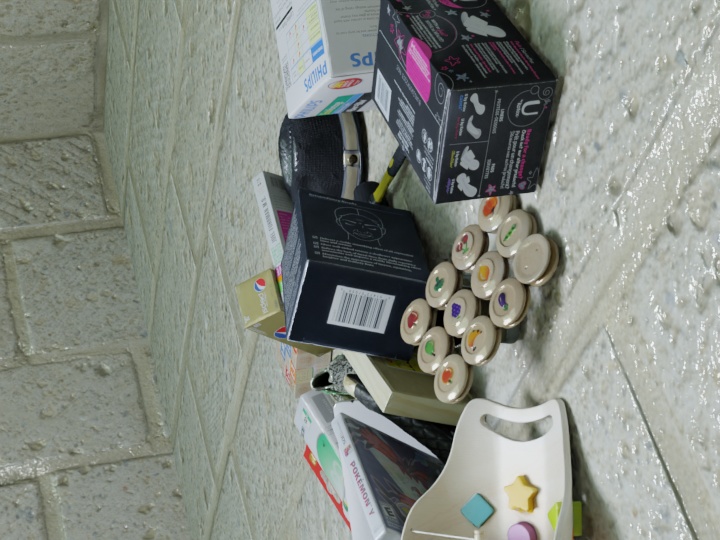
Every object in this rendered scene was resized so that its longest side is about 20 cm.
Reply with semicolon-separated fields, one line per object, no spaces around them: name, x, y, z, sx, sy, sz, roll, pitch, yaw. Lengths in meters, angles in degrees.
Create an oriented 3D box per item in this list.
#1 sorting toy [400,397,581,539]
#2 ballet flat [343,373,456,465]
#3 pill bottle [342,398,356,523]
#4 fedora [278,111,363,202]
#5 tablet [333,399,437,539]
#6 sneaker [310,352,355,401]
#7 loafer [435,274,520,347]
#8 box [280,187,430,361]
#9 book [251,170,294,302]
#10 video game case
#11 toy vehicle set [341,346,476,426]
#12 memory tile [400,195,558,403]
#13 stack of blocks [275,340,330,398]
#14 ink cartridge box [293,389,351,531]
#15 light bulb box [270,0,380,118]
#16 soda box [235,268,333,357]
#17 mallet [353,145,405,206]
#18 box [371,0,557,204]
sorting toy;0.149;0.216;1.307;0.199;0.106;0.182;-4;77;45
ballet flat;0.058;0.178;1.500;0.199;0.066;0.057;32;109;22
pill bottle;0.035;0.219;1.645;0.113;0.112;0.202;-128;35;-58
fedora;-0.062;-0.161;1.829;0.200;0.091;0.203;173;90;-73
tablet;0.043;0.243;1.581;0.014;0.129;0.202;-82;-15;-72
sneaker;-0.032;0.148;1.865;0.200;0.088;0.078;130;131;-70
loafer;0.104;0.045;1.430;0.200;0.069;0.076;176;87;-72
box;-0.010;0.002;1.549;0.200;0.147;0.108;-100;23;-62
book;-0.075;-0.037;1.854;0.048;0.133;0.201;-36;56;33
video game case;0.067;0.255;1.452;0.023;0.199;0.183;-48;36;18
toy vehicle set;0.050;0.114;1.536;0.027;0.123;0.200;-68;27;17
memory tile;0.114;0.023;1.328;0.201;0.017;0.154;-56;34;20
stack of blocks;-0.087;0.083;2.062;0.115;0.058;0.201;-120;28;-51
ink cartridge box;-0.050;0.294;1.988;0.161;0.050;0.201;55;148;28
light bulb box;-0.023;-0.309;1.602;0.198;0.124;0.202;156;105;-71
soda box;-0.091;0.063;1.869;0.200;0.064;0.068;27;-138;-56
mallet;0.039;-0.110;1.638;0.200;0.041;0.066;129;133;-61
box;0.097;-0.177;1.298;0.201;0.114;0.133;-116;24;-48
